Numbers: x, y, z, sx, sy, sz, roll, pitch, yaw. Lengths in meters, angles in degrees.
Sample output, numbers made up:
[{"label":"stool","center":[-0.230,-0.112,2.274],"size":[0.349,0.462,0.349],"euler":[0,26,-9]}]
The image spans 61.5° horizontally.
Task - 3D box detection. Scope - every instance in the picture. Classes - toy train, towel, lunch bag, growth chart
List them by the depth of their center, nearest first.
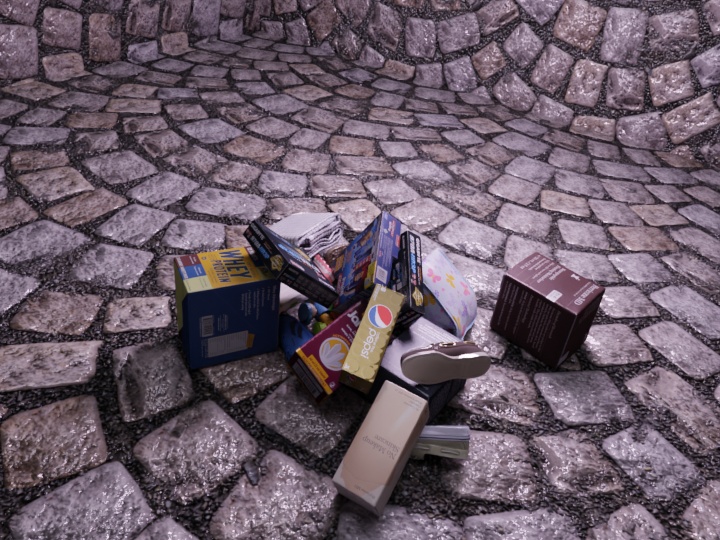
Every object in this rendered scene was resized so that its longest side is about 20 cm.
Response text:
[{"label":"toy train","center":[-0.054,0.138,1.350],"size":[0.113,0.086,0.200],"euler":[4,30,-37]},{"label":"growth chart","center":[-0.171,0.052,1.455],"size":[0.142,0.018,0.199],"euler":[-24,18,-21]},{"label":"lunch bag","center":[0.189,0.077,1.473],"size":[0.200,0.127,0.169],"euler":[47,38,2]},{"label":"towel","center":[-0.160,-0.088,1.646],"size":[0.162,0.088,0.199],"euler":[3,26,33]}]

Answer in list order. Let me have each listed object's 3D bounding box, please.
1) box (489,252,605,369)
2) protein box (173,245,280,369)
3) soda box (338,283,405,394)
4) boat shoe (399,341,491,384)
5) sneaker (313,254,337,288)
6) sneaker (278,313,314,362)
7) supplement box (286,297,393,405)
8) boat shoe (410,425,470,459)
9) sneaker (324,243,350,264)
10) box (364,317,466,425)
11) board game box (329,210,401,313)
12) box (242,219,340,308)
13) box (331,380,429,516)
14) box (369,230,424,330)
[{"label":"box","center":[0.450,0.092,1.473],"size":[0.198,0.168,0.164],"euler":[32,40,32]},{"label":"protein box","center":[-0.288,0.075,1.312],"size":[0.195,0.203,0.135],"euler":[-10,36,-26]},{"label":"soda box","center":[0.024,0.133,1.197],"size":[0.066,0.064,0.203],"euler":[22,59,3]},{"label":"boat shoe","center":[0.160,0.174,1.187],"size":[0.195,0.074,0.060],"euler":[0,29,-22]},{"label":"sneaker","center":[-0.093,0.038,1.519],"size":[0.086,0.074,0.200],"euler":[-40,31,-3]},{"label":"sneaker","center":[-0.143,0.167,1.328],"size":[0.077,0.067,0.199],"euler":[-28,49,-33]},{"label":"supplement box","center":[-0.040,0.165,1.250],"size":[0.199,0.086,0.111],"euler":[-37,83,-32]},{"label":"boat shoe","center":[0.112,0.326,1.150],"size":[0.194,0.072,0.064],"euler":[-2,77,8]},{"label":"sneaker","center":[-0.032,-0.038,1.654],"size":[0.197,0.073,0.074],"euler":[-6,7,-43]},{"label":"box","center":[0.127,0.215,1.278],"size":[0.146,0.109,0.198],"euler":[29,38,27]},{"label":"board game box","center":[0.000,0.000,1.375],"size":[0.061,0.199,0.204],"euler":[29,49,-25]},{"label":"box","center":[-0.146,-0.012,1.299],"size":[0.159,0.046,0.199],"euler":[48,8,37]},{"label":"box","center":[0.039,0.312,1.071],"size":[0.093,0.078,0.202],"euler":[21,63,20]},{"label":"box","center":[0.074,0.033,1.377],"size":[0.045,0.158,0.205],"euler":[22,51,-32]}]
